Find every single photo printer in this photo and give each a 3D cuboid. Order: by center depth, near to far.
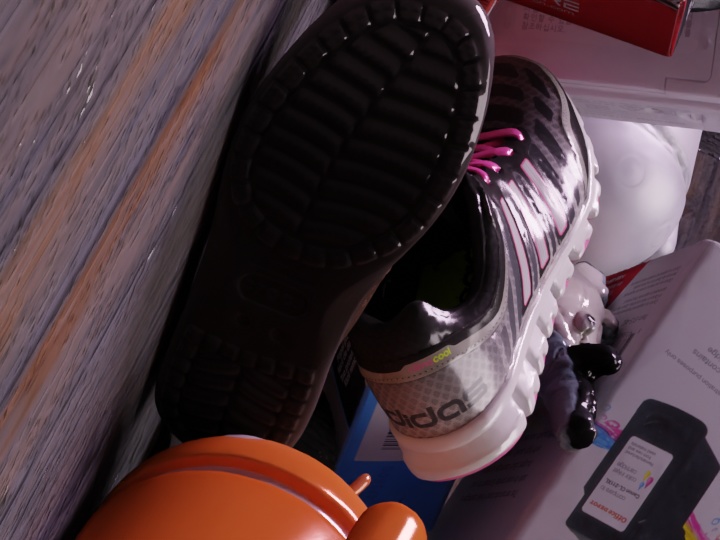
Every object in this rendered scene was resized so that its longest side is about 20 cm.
[{"bbox_3d":[0.125,-0.168,0.985,0.069,0.166,0.201,39,59,-74],"label":"photo printer"}]

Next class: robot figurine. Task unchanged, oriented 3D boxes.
[{"bbox_3d":[-0.055,0.130,0.709,0.200,0.116,0.144,-60,170,-60],"label":"robot figurine"},{"bbox_3d":[0.118,-0.078,1.106,0.113,0.170,0.201,-16,-139,39],"label":"robot figurine"}]

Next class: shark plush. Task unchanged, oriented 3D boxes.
[{"bbox_3d":[0.077,0.040,0.948,0.083,0.091,0.200,-58,-151,9],"label":"shark plush"}]

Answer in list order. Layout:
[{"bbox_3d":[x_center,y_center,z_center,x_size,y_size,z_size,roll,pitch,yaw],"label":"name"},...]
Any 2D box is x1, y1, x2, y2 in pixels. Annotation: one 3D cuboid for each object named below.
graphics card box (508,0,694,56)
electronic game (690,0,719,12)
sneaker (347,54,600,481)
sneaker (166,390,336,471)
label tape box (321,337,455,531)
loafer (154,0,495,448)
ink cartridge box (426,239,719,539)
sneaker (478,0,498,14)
[{"bbox_3d":[0.089,-0.187,0.786,0.051,0.125,0.201,83,28,-69],"label":"graphics card box"},{"bbox_3d":[0.129,-0.206,0.890,0.042,0.200,0.201,-4,-123,56],"label":"electronic game"},{"bbox_3d":[0.040,-0.021,0.853,0.088,0.073,0.201,54,40,-41],"label":"sneaker"},{"bbox_3d":[-0.067,0.112,0.880,0.088,0.074,0.200,-39,-154,38],"label":"sneaker"},{"bbox_3d":[0.000,0.000,0.986,0.144,0.066,0.201,109,-28,-52],"label":"label tape box"},{"bbox_3d":[-0.016,-0.025,0.755,0.200,0.073,0.071,-58,-173,30],"label":"loafer"},{"bbox_3d":[0.106,0.097,0.969,0.200,0.083,0.146,-54,-173,-14],"label":"ink cartridge box"},{"bbox_3d":[0.041,-0.146,0.923,0.200,0.078,0.116,-52,178,-29],"label":"sneaker"}]
